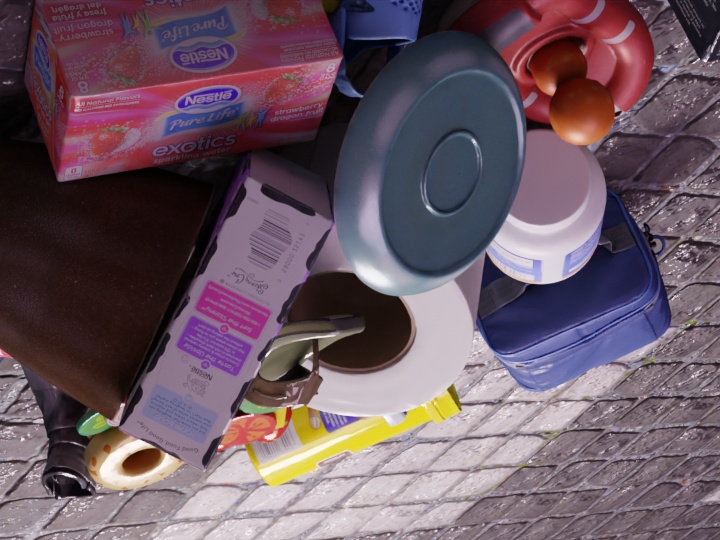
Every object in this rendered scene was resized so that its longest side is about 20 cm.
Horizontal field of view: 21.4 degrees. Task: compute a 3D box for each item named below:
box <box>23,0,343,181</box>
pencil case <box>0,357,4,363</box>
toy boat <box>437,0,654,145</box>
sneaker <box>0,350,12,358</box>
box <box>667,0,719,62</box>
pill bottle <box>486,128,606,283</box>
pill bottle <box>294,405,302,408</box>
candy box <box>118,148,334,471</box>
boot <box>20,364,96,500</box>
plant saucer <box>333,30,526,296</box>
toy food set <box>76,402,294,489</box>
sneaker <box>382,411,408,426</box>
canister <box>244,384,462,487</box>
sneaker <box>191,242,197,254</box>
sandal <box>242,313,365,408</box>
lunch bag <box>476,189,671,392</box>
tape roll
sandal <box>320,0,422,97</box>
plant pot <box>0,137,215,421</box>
[{"bbox_3d":[-0.125,-0.142,1.335,0.199,0.095,0.103,-11,151,-22],"label":"box"},{"bbox_3d":[-0.369,0.107,1.628,0.092,0.085,0.200,-22,158,-38],"label":"pencil case"},{"bbox_3d":[0.159,-0.155,1.491,0.130,0.131,0.200,-34,151,24],"label":"toy boat"},{"bbox_3d":[-0.271,0.037,1.516,0.199,0.074,0.087,17,157,-28],"label":"sneaker"},{"bbox_3d":[0.343,-0.277,1.412,0.199,0.124,0.199,-14,154,-19],"label":"box"},{"bbox_3d":[0.156,-0.059,1.645,0.111,0.113,0.200,-22,168,0],"label":"pill bottle"},{"bbox_3d":[-0.102,0.047,1.692,0.111,0.112,0.200,-27,153,11],"label":"pill bottle"},{"bbox_3d":[-0.095,0.021,1.368,0.071,0.168,0.201,26,99,-8],"label":"candy box"},{"bbox_3d":[-0.262,0.120,1.667,0.069,0.132,0.200,-5,155,11],"label":"boot"},{"bbox_3d":[0.060,-0.074,1.391,0.200,0.027,0.201,-22,121,-40],"label":"plant saucer"},{"bbox_3d":[-0.145,0.123,1.634,0.199,0.049,0.198,-9,152,-10],"label":"toy food set"},{"bbox_3d":[0.009,0.044,1.708,0.070,0.201,0.073,-25,-163,-5],"label":"sneaker"},{"bbox_3d":[-0.020,0.107,1.828,0.199,0.149,0.087,-23,143,7],"label":"canister"},{"bbox_3d":[-0.202,0.025,1.572,0.093,0.070,0.200,-10,136,-40],"label":"sneaker"},{"bbox_3d":[-0.063,0.087,1.489,0.080,0.058,0.201,-7,157,-47],"label":"sandal"},{"bbox_3d":[0.204,0.015,1.839,0.199,0.136,0.132,-27,154,10],"label":"lunch bag"},{"bbox_3d":[0.000,0.000,1.553,0.201,0.140,0.204,5,129,7],"label":"tape roll"},{"bbox_3d":[0.024,-0.197,1.361,0.079,0.087,0.200,-1,145,-33],"label":"sandal"},{"bbox_3d":[-0.232,-0.017,1.379,0.199,0.188,0.187,25,140,-7],"label":"plant pot"}]
